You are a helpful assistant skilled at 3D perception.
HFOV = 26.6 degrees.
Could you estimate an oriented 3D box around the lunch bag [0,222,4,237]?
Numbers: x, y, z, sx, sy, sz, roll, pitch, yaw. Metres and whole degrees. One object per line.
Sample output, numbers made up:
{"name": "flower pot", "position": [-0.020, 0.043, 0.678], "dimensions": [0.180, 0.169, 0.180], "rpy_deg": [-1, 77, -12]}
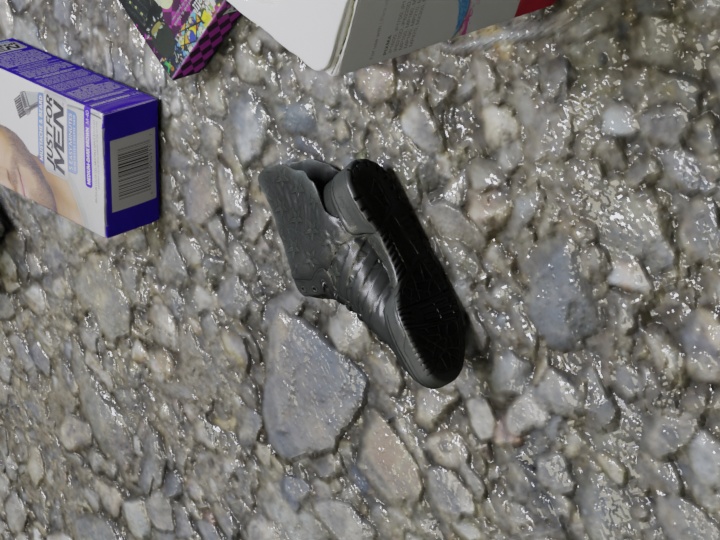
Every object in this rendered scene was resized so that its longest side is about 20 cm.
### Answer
{"name": "lunch bag", "position": [-0.449, -0.057, 1.446], "dimensions": [0.200, 0.139, 0.169], "rpy_deg": [-40, 78, 45]}

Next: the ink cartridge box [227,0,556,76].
{"name": "ink cartridge box", "position": [0.013, -0.201, 0.876], "dimensions": [0.147, 0.199, 0.086], "rpy_deg": [39, 130, 26]}

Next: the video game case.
{"name": "video game case", "position": [-0.133, -0.271, 1.115], "dimensions": [0.182, 0.036, 0.200], "rpy_deg": [57, 136, 12]}

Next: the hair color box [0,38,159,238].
{"name": "hair color box", "position": [-0.255, -0.114, 1.284], "dimensions": [0.199, 0.064, 0.110], "rpy_deg": [25, 123, 38]}

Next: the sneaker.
{"name": "sneaker", "position": [-0.002, 0.001, 1.081], "dimensions": [0.104, 0.060, 0.202], "rpy_deg": [-32, 78, 46]}
